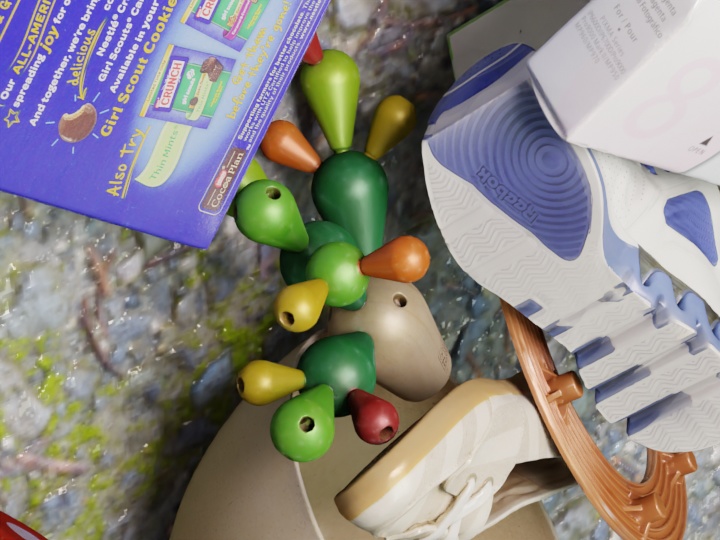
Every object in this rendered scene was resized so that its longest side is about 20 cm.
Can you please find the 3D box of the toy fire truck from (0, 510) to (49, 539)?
[{"bbox_3d":[-0.160,0.168,1.212,0.112,0.168,0.200,-56,138,0],"label":"toy fire truck"}]

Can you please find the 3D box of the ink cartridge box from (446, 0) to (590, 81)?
[{"bbox_3d":[0.149,-0.083,1.383,0.117,0.068,0.199,-28,152,34],"label":"ink cartridge box"}]

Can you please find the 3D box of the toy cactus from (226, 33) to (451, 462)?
[{"bbox_3d":[0.000,0.000,1.273,0.102,0.201,0.165,-20,143,17],"label":"toy cactus"}]

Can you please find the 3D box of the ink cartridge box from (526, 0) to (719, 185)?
[{"bbox_3d":[0.185,-0.117,1.218,0.200,0.057,0.162,-39,150,27],"label":"ink cartridge box"}]

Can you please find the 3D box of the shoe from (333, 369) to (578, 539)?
[{"bbox_3d":[0.052,0.084,1.288,0.070,0.053,0.200,-46,168,23],"label":"shoe"}]

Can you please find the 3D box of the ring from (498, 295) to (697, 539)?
[{"bbox_3d":[0.111,0.036,1.385,0.019,0.201,0.200,-23,141,19],"label":"ring"}]

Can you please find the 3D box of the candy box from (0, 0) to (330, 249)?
[{"bbox_3d":[-0.110,-0.116,1.154,0.199,0.077,0.170,17,103,-48],"label":"candy box"}]

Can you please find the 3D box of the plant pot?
[{"bbox_3d":[-0.014,0.143,1.344,0.134,0.201,0.200,-32,146,27],"label":"plant pot"}]

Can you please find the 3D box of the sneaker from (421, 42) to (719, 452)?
[{"bbox_3d":[0.103,-0.024,1.310,0.080,0.115,0.200,-25,117,26],"label":"sneaker"}]
